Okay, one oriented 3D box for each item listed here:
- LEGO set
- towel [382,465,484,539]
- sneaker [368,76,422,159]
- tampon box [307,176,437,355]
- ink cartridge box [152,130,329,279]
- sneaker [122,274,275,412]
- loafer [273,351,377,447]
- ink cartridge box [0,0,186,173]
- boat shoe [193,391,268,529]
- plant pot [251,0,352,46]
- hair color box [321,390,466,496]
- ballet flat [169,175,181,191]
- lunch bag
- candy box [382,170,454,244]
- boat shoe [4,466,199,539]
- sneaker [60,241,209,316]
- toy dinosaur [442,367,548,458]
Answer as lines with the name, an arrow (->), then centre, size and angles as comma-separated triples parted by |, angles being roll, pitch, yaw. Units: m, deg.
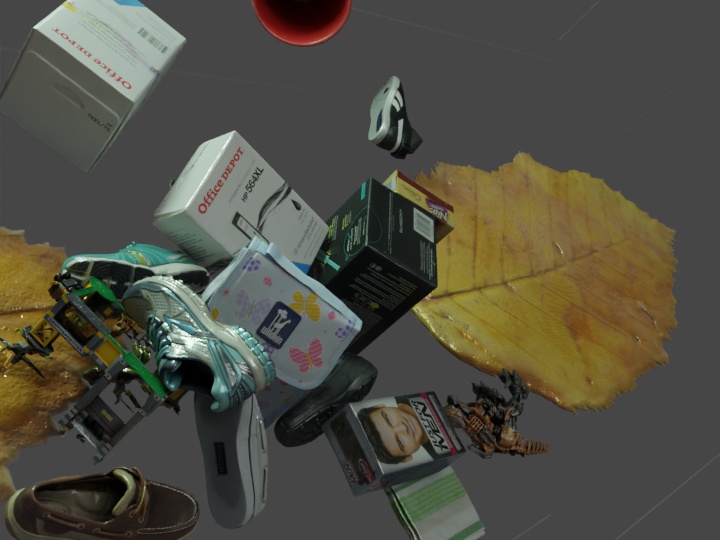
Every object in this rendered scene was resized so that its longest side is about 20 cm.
LEGO set -> -0.285, 0.111, 0.881 | 0.200, 0.116, 0.154 | 46, 5, -10
towel -> 0.082, 0.298, 1.142 | 0.148, 0.031, 0.201 | -4, 57, -52
sneaker -> 0.079, -0.302, 1.688 | 0.111, 0.073, 0.202 | 34, 45, -24
tampon box -> 0.000, 0.000, 1.184 | 0.125, 0.200, 0.151 | 30, 40, -24
ink cartridge box -> -0.156, -0.062, 1.104 | 0.200, 0.084, 0.147 | 45, 55, -30
sneaker -> -0.188, 0.075, 0.858 | 0.199, 0.078, 0.086 | 28, 46, 24
loafer -> -0.054, 0.167, 1.090 | 0.070, 0.069, 0.200 | 34, 35, 19
ink cartridge box -> -0.357, -0.266, 1.103 | 0.146, 0.146, 0.201 | 37, 36, -16
boat shoe -> -0.141, 0.183, 0.929 | 0.065, 0.073, 0.203 | -2, 92, -64
plant pot -> -0.118, -0.576, 1.644 | 0.199, 0.201, 0.178 | 30, 30, -24
hair color box -> 0.048, 0.224, 1.089 | 0.199, 0.061, 0.100 | 3, 52, -52
ballet flat -> -0.190, -0.090, 1.185 | 0.198, 0.069, 0.070 | 1, 55, -42
lunch bag -> -0.117, 0.072, 0.987 | 0.169, 0.200, 0.128 | 39, 35, -13
candy box -> 0.039, -0.052, 1.276 | 0.116, 0.200, 0.057 | 30, 38, -24
boat shoe -> -0.239, 0.232, 0.810 | 0.198, 0.072, 0.073 | 18, 44, -36
sneaker -> -0.280, 0.005, 1.008 | 0.080, 0.078, 0.199 | 44, 24, 31
toy dinosaur -> 0.213, 0.242, 1.304 | 0.200, 0.101, 0.137 | 45, 45, -37
